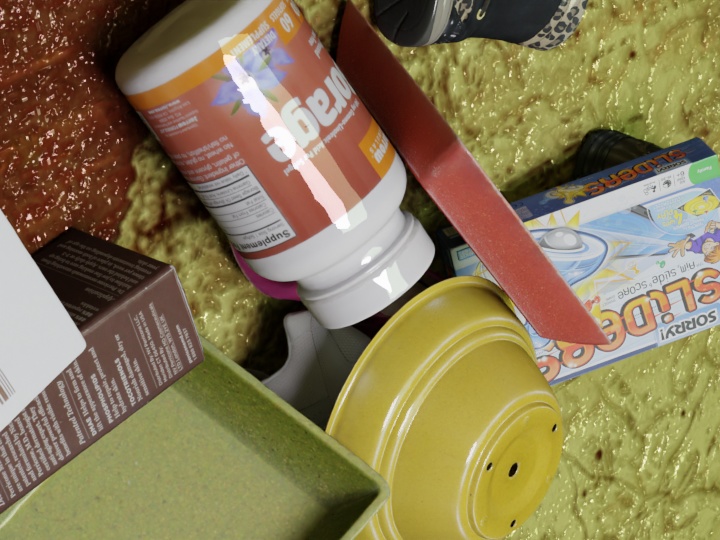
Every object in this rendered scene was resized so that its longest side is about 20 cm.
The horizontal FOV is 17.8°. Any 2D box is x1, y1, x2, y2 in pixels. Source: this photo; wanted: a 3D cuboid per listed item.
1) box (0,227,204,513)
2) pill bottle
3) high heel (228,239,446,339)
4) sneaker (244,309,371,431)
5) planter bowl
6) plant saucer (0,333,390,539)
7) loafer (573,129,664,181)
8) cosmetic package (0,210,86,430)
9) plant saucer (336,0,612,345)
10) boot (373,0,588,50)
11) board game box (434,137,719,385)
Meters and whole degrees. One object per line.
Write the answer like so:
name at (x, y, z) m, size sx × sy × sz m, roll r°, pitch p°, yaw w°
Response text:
box at (-0.196, 0.065, 1.291) m, size 0.200 × 0.100 × 0.075 m, roll -35°, pitch 126°, yaw -30°
pill bottle at (-0.044, -0.068, 1.345) m, size 0.112 × 0.112 × 0.200 m, roll -45°, pitch 111°, yaw -24°
high heel at (0.000, 0.000, 1.451) m, size 0.200 × 0.096 × 0.067 m, roll 43°, pitch 53°, yaw -44°
sneaker at (-0.054, 0.111, 1.475) m, size 0.200 × 0.092 × 0.076 m, roll -59°, pitch 175°, yaw 15°
planter bowl at (0.068, 0.110, 1.435) m, size 0.200 × 0.083 × 0.200 m, roll -30°, pitch 133°, yaw -39°
plant saucer at (-0.119, 0.148, 1.360) m, size 0.200 × 0.200 × 0.048 m, roll -48°, pitch 165°, yaw -22°
loafer at (0.240, -0.045, 1.692) m, size 0.200 × 0.072 × 0.073 m, roll 18°, pitch 90°, yaw -46°
cosmetic package at (-0.280, 0.010, 1.119) m, size 0.167 × 0.200 × 0.166 m, roll -47°, pitch 131°, yaw -22°
plant saucer at (0.062, -0.054, 1.440) m, size 0.037 × 0.200 × 0.200 m, roll -38°, pitch 129°, yaw 4°
boot at (0.095, -0.238, 1.489) m, size 0.154 × 0.073 × 0.204 m, roll 2°, pitch 109°, yaw -46°
board game box at (0.162, 0.002, 1.601) m, size 0.200 × 0.034 × 0.135 m, roll -20°, pitch 120°, yaw -8°
